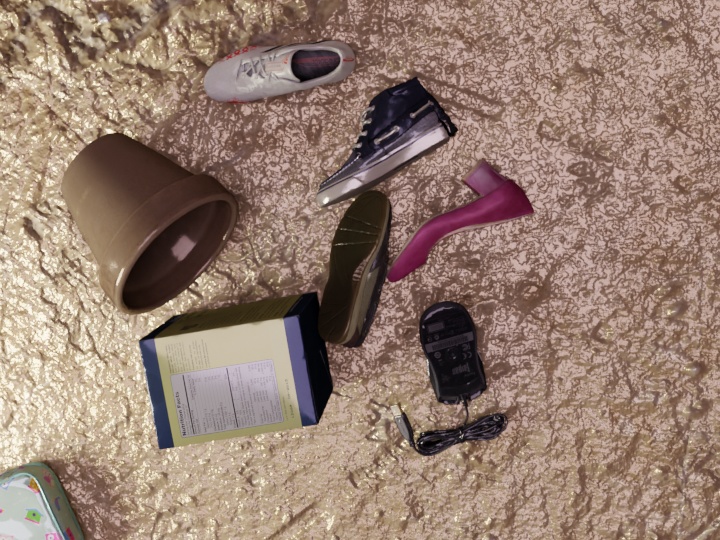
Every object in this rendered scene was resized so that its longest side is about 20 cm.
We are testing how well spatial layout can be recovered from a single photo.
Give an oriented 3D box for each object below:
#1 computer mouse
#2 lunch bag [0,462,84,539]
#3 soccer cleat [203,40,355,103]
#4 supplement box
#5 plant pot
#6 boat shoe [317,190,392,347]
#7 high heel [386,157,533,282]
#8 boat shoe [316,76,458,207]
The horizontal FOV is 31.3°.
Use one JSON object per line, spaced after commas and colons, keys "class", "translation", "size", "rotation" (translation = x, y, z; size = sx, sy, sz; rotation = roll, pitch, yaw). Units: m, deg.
{"class": "computer mouse", "translation": [0.098, 0.140, 1.663], "size": [0.139, 0.046, 0.202], "rotation": [-20, 106, 3]}
{"class": "lunch bag", "translation": [-0.480, 0.363, 1.723], "size": [0.198, 0.077, 0.162], "rotation": [-26, 95, 8]}
{"class": "soccer cleat", "translation": [-0.104, -0.252, 1.609], "size": [0.197, 0.085, 0.070], "rotation": [-7, 97, 6]}
{"class": "supplement box", "translation": [-0.149, 0.120, 1.601], "size": [0.197, 0.200, 0.136], "rotation": [-9, 96, 5]}
{"class": "plant pot", "translation": [-0.281, -0.073, 1.610], "size": [0.174, 0.200, 0.201], "rotation": [42, 99, 16]}
{"class": "boat shoe", "translation": [0.001, 0.001, 1.644], "size": [0.071, 0.066, 0.204], "rotation": [9, 78, 36]}
{"class": "high heel", "translation": [0.124, -0.040, 1.629], "size": [0.096, 0.067, 0.200], "rotation": [43, 89, 1]}
{"class": "boat shoe", "translation": [0.017, -0.164, 1.623], "size": [0.198, 0.075, 0.094], "rotation": [-29, 86, 1]}
